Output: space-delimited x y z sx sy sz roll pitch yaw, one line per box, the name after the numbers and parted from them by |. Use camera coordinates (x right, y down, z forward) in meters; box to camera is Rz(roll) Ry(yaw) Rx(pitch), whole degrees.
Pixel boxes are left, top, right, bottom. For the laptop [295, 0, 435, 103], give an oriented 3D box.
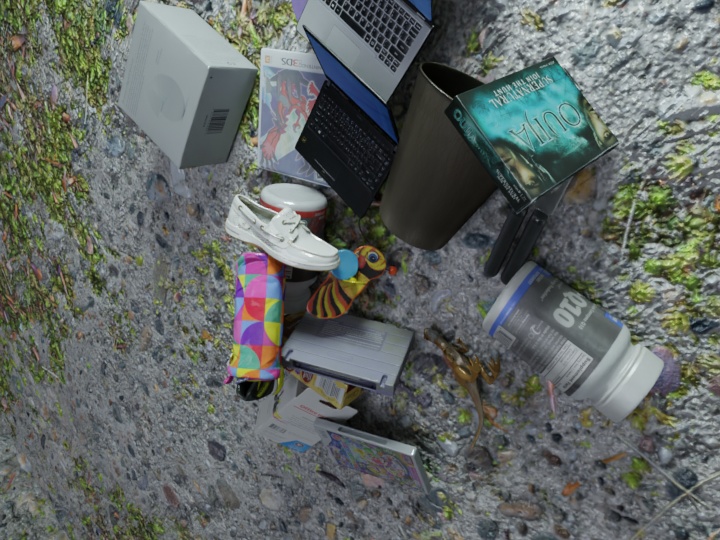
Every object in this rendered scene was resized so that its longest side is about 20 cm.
-0.012 -0.333 0.628 0.188 0.115 0.201 47 125 14 | laptop

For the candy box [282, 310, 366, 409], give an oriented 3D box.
-0.074 0.149 0.921 0.198 0.116 0.057 28 115 25 | candy box

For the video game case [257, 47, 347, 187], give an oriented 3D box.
-0.102 -0.258 0.876 0.180 0.023 0.204 19 115 30 | video game case

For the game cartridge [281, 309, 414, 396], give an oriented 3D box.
-0.020 0.127 0.851 0.196 0.130 0.039 12 125 18 | game cartridge

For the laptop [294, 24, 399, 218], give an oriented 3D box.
-0.035 -0.201 0.743 0.178 0.102 0.201 48 127 19 | laptop

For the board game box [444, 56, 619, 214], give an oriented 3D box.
0.200 -0.161 0.586 0.136 0.198 0.028 55 147 6 | board game box

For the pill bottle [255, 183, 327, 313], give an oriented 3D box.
-0.124 -0.038 0.901 0.114 0.115 0.204 22 117 27 | pill bottle

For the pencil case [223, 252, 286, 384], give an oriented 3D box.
-0.160 0.074 0.802 0.087 0.088 0.205 -2 79 35 | pencil case

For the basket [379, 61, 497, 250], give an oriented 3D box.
0.113 -0.139 0.694 0.178 0.137 0.202 26 126 -5 | basket

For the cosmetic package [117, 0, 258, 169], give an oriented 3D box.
-0.317 -0.332 0.943 0.200 0.122 0.201 43 124 15 | cosmetic package

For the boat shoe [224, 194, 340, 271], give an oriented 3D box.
-0.117 -0.060 0.786 0.197 0.071 0.071 22 113 12 | boat shoe

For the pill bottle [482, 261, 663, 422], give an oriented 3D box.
0.267 0.090 0.666 0.199 0.113 0.115 38 122 19 | pill bottle

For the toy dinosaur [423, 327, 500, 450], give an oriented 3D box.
0.170 0.168 0.806 0.203 0.060 0.106 63 152 9 | toy dinosaur

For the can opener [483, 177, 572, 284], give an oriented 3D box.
0.225 -0.076 0.691 0.053 0.067 0.203 26 130 13 | can opener

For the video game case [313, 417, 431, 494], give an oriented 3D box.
0.021 0.330 0.923 0.196 0.018 0.145 8 138 29 | video game case

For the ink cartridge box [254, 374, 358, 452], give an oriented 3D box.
-0.100 0.257 0.973 0.114 0.069 0.200 30 129 -22 | ink cartridge box

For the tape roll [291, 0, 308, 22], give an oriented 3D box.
0.001 -0.402 0.722 0.197 0.084 0.205 12 111 33 | tape roll

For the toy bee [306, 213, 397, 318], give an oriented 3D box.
0.000 0.000 0.833 0.107 0.131 0.202 28 110 -3 | toy bee

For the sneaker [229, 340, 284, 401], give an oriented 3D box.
-0.178 0.121 0.863 0.073 0.084 0.205 -7 97 34 | sneaker
